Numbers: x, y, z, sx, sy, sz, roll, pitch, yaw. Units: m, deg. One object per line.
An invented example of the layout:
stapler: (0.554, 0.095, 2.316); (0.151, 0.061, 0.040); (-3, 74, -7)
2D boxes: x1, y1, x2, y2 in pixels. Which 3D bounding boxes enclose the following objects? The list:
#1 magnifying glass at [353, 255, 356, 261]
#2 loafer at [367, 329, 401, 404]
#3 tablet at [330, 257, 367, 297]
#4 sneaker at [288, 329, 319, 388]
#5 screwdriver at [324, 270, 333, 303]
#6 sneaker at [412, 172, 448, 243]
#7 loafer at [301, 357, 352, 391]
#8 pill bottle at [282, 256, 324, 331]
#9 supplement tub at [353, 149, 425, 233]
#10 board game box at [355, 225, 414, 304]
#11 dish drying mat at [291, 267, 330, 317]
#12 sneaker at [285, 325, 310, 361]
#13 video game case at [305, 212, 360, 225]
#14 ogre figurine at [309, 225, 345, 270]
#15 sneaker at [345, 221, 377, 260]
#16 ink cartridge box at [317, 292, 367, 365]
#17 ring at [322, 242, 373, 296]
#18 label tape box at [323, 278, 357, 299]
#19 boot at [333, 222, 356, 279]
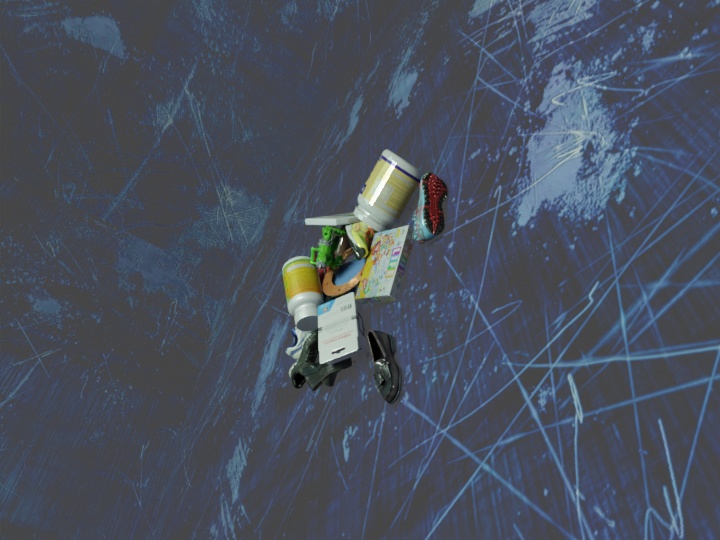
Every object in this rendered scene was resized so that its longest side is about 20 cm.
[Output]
magnifying glass: (-0.002, -0.047, 1.747); (0.079, 0.022, 0.204); (-26, 42, 60)
loafer: (0.046, 0.212, 1.247); (0.072, 0.062, 0.202); (-53, 22, 27)
tablet: (0.000, 0.000, 1.594); (0.197, 0.014, 0.132); (-24, 33, 31)
sneaker: (-0.158, 0.278, 1.690); (0.203, 0.065, 0.091); (-61, 22, 20)
screwdriver: (-0.102, 0.052, 1.645); (0.203, 0.028, 0.028); (-108, 26, -43)
sneaker: (0.160, -0.157, 1.389); (0.095, 0.078, 0.204); (-42, 29, 49)
loafer: (-0.084, 0.280, 1.517); (0.198, 0.072, 0.074); (-27, 79, 50)
pill bottle: (-0.164, 0.070, 1.625); (0.111, 0.109, 0.204); (-47, 44, 37)
supplement tub: (0.079, -0.219, 1.566); (0.203, 0.143, 0.146); (-59, 20, 12)
board game box: (0.067, -0.014, 1.466); (0.133, 0.034, 0.204); (-10, 55, 48)
dish drying mat: (-0.146, 0.058, 1.712); (0.076, 0.018, 0.204); (7, 66, 49)
sneaker: (-0.177, 0.192, 1.803); (0.075, 0.087, 0.204); (-25, 41, 62)
video game case: (-0.054, -0.164, 1.765); (0.198, 0.178, 0.024); (7, 106, 56)
ogre figurine: (-0.093, -0.067, 1.625); (0.200, 0.096, 0.123); (-141, 68, -72)
sneaker: (0.008, -0.099, 1.582); (0.088, 0.080, 0.201); (-20, 25, 2)
ink cartridge box: (-0.048, 0.166, 1.453); (0.114, 0.068, 0.203); (-22, 40, 14)
ring: (-0.030, -0.002, 1.602); (0.198, 0.019, 0.203); (-31, 30, 20)
label tape box: (-0.069, 0.101, 1.656); (0.197, 0.063, 0.147); (-9, 55, 45)
boot: (-0.056, -0.039, 1.810); (0.202, 0.063, 0.189); (-89, 19, -56)
